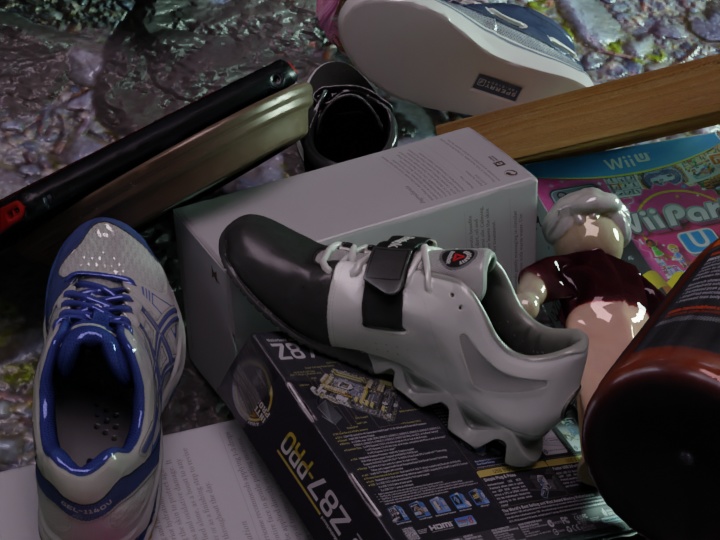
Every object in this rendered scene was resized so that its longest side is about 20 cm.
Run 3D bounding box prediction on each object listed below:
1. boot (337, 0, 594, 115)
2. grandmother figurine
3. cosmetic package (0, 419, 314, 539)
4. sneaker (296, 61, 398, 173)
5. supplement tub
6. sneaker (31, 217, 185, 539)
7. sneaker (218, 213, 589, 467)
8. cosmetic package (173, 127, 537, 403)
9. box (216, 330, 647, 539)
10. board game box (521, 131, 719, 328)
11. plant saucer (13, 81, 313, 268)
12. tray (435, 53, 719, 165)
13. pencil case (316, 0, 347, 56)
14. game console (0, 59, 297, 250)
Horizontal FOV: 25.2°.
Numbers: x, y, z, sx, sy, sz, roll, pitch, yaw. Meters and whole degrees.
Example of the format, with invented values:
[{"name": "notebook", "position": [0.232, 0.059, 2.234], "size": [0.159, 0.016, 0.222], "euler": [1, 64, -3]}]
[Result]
[{"name": "boot", "position": [0.069, -0.157, 1.116], "size": [0.199, 0.073, 0.091], "euler": [21, 34, -24]}, {"name": "grandmother figurine", "position": [0.134, 0.029, 0.894], "size": [0.121, 0.061, 0.201], "euler": [23, 40, -25]}, {"name": "cosmetic package", "position": [-0.108, 0.147, 0.816], "size": [0.198, 0.072, 0.102], "euler": [-10, 48, -18]}, {"name": "sneaker", "position": [-0.006, -0.096, 1.046], "size": [0.070, 0.100, 0.201], "euler": [1, 45, -4]}, {"name": "supplement tub", "position": [0.192, 0.045, 0.796], "size": [0.106, 0.108, 0.200], "euler": [27, 39, 18]}, {"name": "sneaker", "position": [-0.123, 0.042, 0.793], "size": [0.074, 0.089, 0.201], "euler": [-2, 51, -7]}, {"name": "sneaker", "position": [0.026, 0.010, 0.818], "size": [0.199, 0.089, 0.074], "euler": [29, 31, -1]}, {"name": "cosmetic package", "position": [0.000, 0.000, 0.939], "size": [0.198, 0.108, 0.085], "euler": [-15, 33, -22]}, {"name": "box", "position": [0.045, 0.097, 0.841], "size": [0.199, 0.049, 0.162], "euler": [-3, 48, -46]}, {"name": "board game box", "position": [0.196, 0.011, 0.995], "size": [0.146, 0.065, 0.201], "euler": [-11, 47, -17]}, {"name": "plant saucer", "position": [-0.111, -0.051, 0.952], "size": [0.199, 0.200, 0.030], "euler": [-31, 93, -31]}, {"name": "tray", "position": [0.157, -0.096, 1.009], "size": [0.199, 0.037, 0.098], "euler": [-10, -1, 35]}, {"name": "pencil case", "position": [0.022, -0.224, 1.108], "size": [0.086, 0.200, 0.083], "euler": [18, 64, -1]}, {"name": "game console", "position": [-0.148, -0.059, 0.958], "size": [0.199, 0.176, 0.031], "euler": [-32, 100, -31]}]
